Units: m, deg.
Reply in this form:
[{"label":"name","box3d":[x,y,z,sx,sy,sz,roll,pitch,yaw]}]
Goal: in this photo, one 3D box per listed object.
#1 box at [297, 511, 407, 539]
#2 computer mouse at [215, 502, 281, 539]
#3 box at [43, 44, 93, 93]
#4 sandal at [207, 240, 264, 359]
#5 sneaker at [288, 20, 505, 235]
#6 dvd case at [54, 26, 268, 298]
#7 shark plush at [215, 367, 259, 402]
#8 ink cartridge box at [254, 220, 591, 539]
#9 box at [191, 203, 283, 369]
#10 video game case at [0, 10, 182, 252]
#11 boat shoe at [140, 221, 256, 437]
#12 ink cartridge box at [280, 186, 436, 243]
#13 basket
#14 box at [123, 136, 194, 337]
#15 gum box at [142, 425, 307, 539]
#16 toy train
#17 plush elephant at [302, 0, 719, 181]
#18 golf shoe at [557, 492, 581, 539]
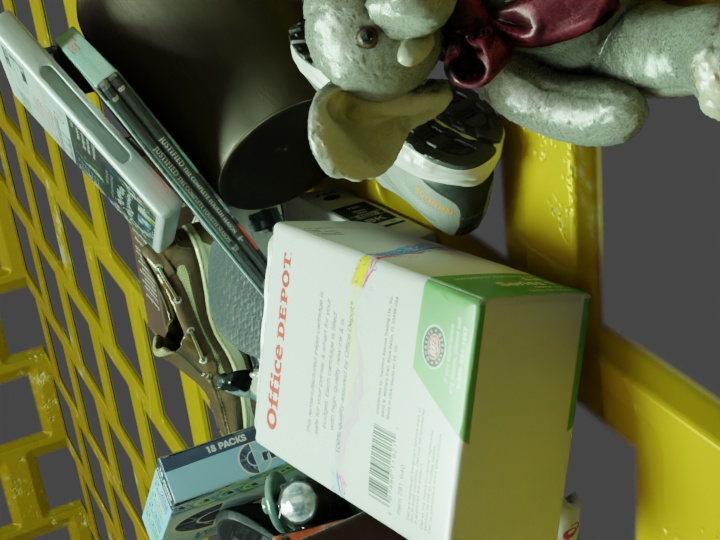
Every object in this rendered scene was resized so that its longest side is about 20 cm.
[{"label":"box","box3d":[0.046,0.275,0.841,0.200,0.164,0.166,46,146,43]},{"label":"computer mouse","box3d":[-0.038,0.272,1.163,0.199,0.046,0.141,27,143,11]},{"label":"box","box3d":[-0.203,-0.189,1.142,0.200,0.160,0.044,18,124,67]},{"label":"sandal","box3d":[-0.057,0.037,0.995,0.200,0.043,0.076,36,121,43]},{"label":"sneaker","box3d":[0.014,-0.094,0.786,0.200,0.074,0.080,54,158,41]},{"label":"dvd case","box3d":[-0.135,-0.076,0.924,0.200,0.022,0.146,55,174,-31]},{"label":"shark plush","box3d":[-0.045,0.111,1.016,0.199,0.091,0.083,-3,135,33]},{"label":"ink cartridge box","box3d":[0.027,0.060,0.760,0.200,0.084,0.145,21,109,52]},{"label":"box","box3d":[-0.081,0.026,1.141,0.201,0.060,0.117,69,160,9]},{"label":"video game case","box3d":[-0.205,-0.098,0.999,0.182,0.023,0.200,48,168,-2]},{"label":"boat shoe","box3d":[-0.147,0.061,1.146,0.075,0.075,0.203,-160,55,-66]},{"label":"ink cartridge box","box3d":[0.000,0.000,0.944,0.200,0.039,0.100,30,134,60]},{"label":"basket","box3d":[-0.097,-0.155,0.940,0.200,0.136,0.180,56,129,25]},{"label":"box","box3d":[-0.165,-0.035,1.255,0.075,0.100,0.201,40,142,56]},{"label":"gum box","box3d":[-0.102,0.186,1.168,0.045,0.169,0.200,66,158,19]},{"label":"toy train","box3d":[-0.011,0.206,0.998,0.200,0.085,0.114,40,-145,-71]},{"label":"plush elephant","box3d":[0.045,-0.121,0.557,0.200,0.154,0.165,0,106,68]},{"label":"golf shoe","box3d":[0.076,0.121,0.826,0.200,0.077,0.088,49,129,44]}]
